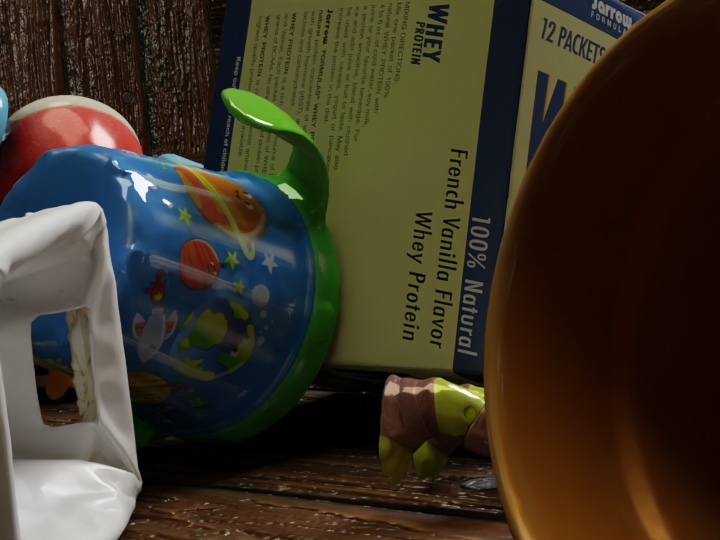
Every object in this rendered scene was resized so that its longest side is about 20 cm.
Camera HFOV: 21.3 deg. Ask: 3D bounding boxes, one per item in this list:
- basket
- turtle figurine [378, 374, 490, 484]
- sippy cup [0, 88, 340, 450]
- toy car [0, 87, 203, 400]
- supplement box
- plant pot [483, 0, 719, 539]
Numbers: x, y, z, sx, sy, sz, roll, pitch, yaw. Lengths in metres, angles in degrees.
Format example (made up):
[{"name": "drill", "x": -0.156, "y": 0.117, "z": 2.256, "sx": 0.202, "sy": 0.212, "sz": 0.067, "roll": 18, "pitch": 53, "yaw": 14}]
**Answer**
[{"name": "basket", "x": -0.166, "y": 0.054, "z": 0.727, "sx": 0.122, "sy": 0.137, "sz": 0.200, "roll": -6, "pitch": 7, "yaw": 4}, {"name": "turtle figurine", "x": 0.091, "y": 0.061, "z": 0.775, "sx": 0.160, "sy": 0.065, "sz": 0.200, "roll": -3, "pitch": 7, "yaw": 18}, {"name": "sippy cup", "x": -0.100, "y": 0.004, "z": 0.895, "sx": 0.139, "sy": 0.179, "sz": 0.130, "roll": 1, "pitch": -13, "yaw": 37}, {"name": "toy car", "x": -0.188, "y": 0.011, "z": 1.160, "sx": 0.184, "sy": 0.177, "sz": 0.201, "roll": 21, "pitch": 29, "yaw": -31}, {"name": "supplement box", "x": 0.035, "y": -0.040, "z": 0.974, "sx": 0.199, "sy": 0.202, "sz": 0.134, "roll": 1, "pitch": -10, "yaw": 40}, {"name": "plant pot", "x": 0.168, "y": 0.029, "z": 0.561, "sx": 0.182, "sy": 0.202, "sz": 0.200, "roll": 10, "pitch": -3, "yaw": -35}]
